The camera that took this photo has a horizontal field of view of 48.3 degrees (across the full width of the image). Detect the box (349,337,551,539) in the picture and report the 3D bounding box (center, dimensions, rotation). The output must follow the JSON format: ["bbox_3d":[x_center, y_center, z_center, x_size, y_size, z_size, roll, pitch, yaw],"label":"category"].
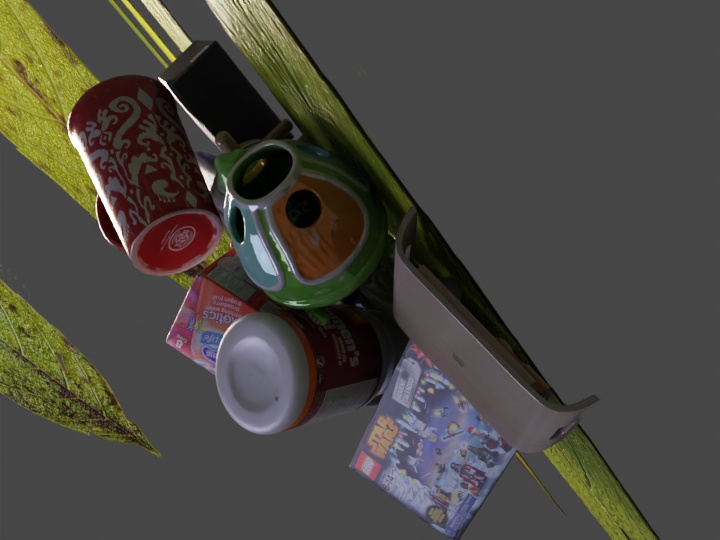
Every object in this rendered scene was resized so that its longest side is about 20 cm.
[{"bbox_3d":[0.080,0.158,0.783,0.136,0.202,0.040,32,-144,15],"label":"box"}]

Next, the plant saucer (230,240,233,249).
[{"bbox_3d":[-0.107,-0.023,1.345,0.201,0.200,0.036,49,139,-13],"label":"plant saucer"}]

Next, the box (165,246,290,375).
[{"bbox_3d":[-0.124,0.036,0.917,0.102,0.095,0.200,32,-159,1],"label":"box"}]

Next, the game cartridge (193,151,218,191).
[{"bbox_3d":[-0.123,-0.105,1.054,0.198,0.042,0.132,15,-173,-37],"label":"game cartridge"}]

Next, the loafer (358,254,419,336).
[{"bbox_3d":[0.050,0.032,0.847,0.200,0.070,0.070,45,168,40],"label":"loafer"}]

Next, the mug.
[{"bbox_3d":[-0.242,-0.093,0.936,0.202,0.131,0.179,59,158,29],"label":"mug"}]

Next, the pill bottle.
[{"bbox_3d":[-0.040,0.091,0.798,0.110,0.110,0.199,46,-155,24],"label":"pill bottle"}]

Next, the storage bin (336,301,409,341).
[{"bbox_3d":[-0.013,0.055,1.092,0.199,0.094,0.199,46,-158,29],"label":"storage bin"}]

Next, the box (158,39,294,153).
[{"bbox_3d":[-0.172,-0.205,0.999,0.141,0.079,0.200,47,178,-23],"label":"box"}]

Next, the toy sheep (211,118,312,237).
[{"bbox_3d":[-0.094,-0.083,0.877,0.201,0.138,0.138,50,176,-38],"label":"toy sheep"}]

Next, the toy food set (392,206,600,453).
[{"bbox_3d":[0.100,0.053,0.650,0.200,0.060,0.144,46,165,17],"label":"toy food set"}]

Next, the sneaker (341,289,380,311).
[{"bbox_3d":[0.000,0.000,0.983,0.074,0.087,0.200,49,177,-28],"label":"sneaker"}]

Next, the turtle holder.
[{"bbox_3d":[-0.057,-0.058,0.729,0.132,0.139,0.187,49,-163,-43],"label":"turtle holder"}]

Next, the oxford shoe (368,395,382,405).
[{"bbox_3d":[-0.034,0.154,1.070,0.198,0.072,0.073,21,-163,-35],"label":"oxford shoe"}]
